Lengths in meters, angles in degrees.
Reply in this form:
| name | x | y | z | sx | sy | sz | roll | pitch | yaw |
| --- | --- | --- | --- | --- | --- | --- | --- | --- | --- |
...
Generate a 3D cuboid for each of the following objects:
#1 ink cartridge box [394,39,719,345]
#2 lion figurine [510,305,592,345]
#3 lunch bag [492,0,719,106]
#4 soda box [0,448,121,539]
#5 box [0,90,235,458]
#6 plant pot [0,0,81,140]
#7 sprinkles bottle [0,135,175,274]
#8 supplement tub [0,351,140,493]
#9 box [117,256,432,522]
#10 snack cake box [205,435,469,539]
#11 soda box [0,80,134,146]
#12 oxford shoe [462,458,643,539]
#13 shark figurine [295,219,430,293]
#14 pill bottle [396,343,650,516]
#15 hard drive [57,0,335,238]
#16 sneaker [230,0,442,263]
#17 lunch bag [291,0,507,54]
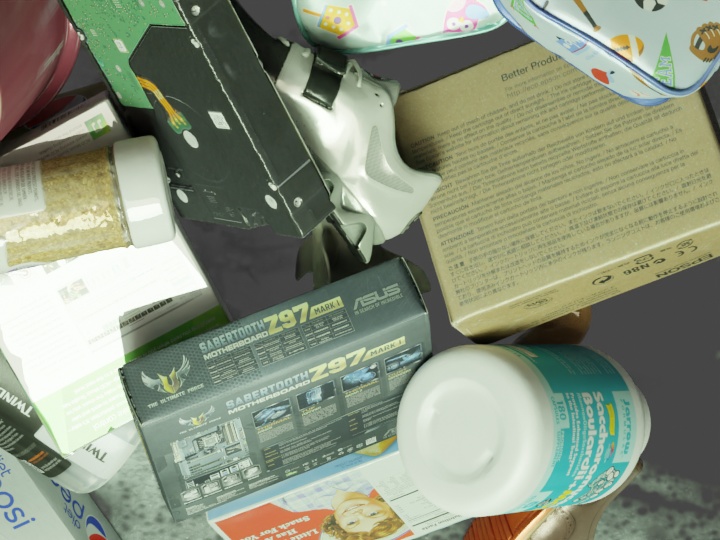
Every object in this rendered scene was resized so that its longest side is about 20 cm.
| name | x | y | z | sx | sy | sz | roll | pitch | yaw |
| --- | --- | --- | --- | --- | --- | --- | --- | --- | --- |
| ink cartridge box | 0.134 | -0.065 | 1.499 | 0.199 | 0.166 | 0.075 | -21 | 160 | 13 |
| lion figurine | 0.136 | 0.001 | 1.603 | 0.122 | 0.073 | 0.201 | -1 | 136 | -11 |
| lunch bag | 0.178 | -0.215 | 1.416 | 0.160 | 0.076 | 0.201 | 31 | 83 | -8 |
| soda box | -0.240 | 0.183 | 1.710 | 0.068 | 0.064 | 0.201 | -23 | 118 | 14 |
| box | -0.179 | 0.004 | 1.512 | 0.144 | 0.036 | 0.201 | -27 | 105 | 2 |
| plant pot | -0.274 | -0.147 | 1.444 | 0.198 | 0.179 | 0.201 | 0 | 121 | 0 |
| sprinkles bottle | -0.217 | -0.032 | 1.444 | 0.199 | 0.068 | 0.069 | -12 | 121 | -2 |
| supplement tub | -0.240 | 0.055 | 1.598 | 0.199 | 0.123 | 0.123 | 34 | 116 | -19 |
| box | -0.049 | 0.080 | 1.521 | 0.199 | 0.051 | 0.158 | -22 | 152 | -7 |
| snack cake box | -0.002 | 0.147 | 1.664 | 0.199 | 0.068 | 0.115 | -21 | 142 | 13 |
| soda box | -0.163 | -0.085 | 1.547 | 0.199 | 0.064 | 0.068 | -16 | 118 | 9 |
| oxford shoe | 0.132 | 0.198 | 1.714 | 0.073 | 0.071 | 0.200 | 27 | 118 | -21 |
| shark figurine | 0.001 | 0.023 | 1.580 | 0.089 | 0.128 | 0.216 | -1 | 123 | -10 |
| pill bottle | 0.119 | 0.104 | 1.556 | 0.110 | 0.199 | 0.112 | -1 | 89 | 35 |
| hard drive | -0.106 | -0.115 | 1.423 | 0.038 | 0.139 | 0.201 | -43 | 119 | -26 |
| sneaker | -0.025 | -0.110 | 1.464 | 0.088 | 0.074 | 0.200 | -39 | 104 | -4 |
| lunch bag | 0.022 | -0.236 | 1.447 | 0.159 | 0.077 | 0.201 | -10 | 121 | 5 |
